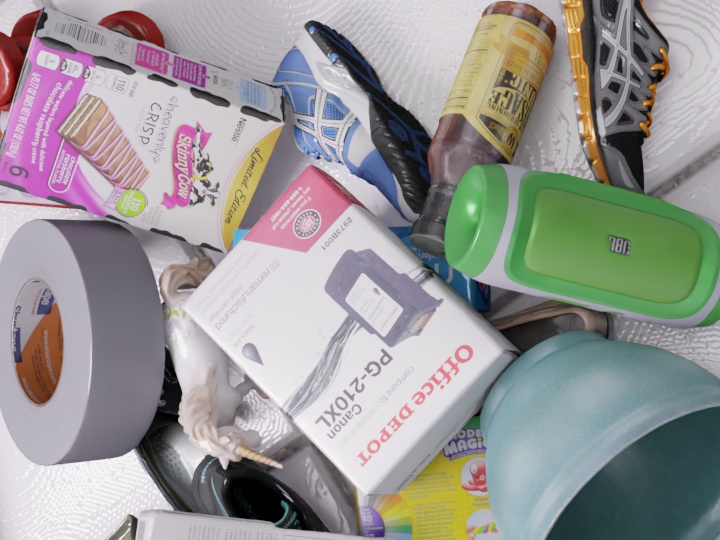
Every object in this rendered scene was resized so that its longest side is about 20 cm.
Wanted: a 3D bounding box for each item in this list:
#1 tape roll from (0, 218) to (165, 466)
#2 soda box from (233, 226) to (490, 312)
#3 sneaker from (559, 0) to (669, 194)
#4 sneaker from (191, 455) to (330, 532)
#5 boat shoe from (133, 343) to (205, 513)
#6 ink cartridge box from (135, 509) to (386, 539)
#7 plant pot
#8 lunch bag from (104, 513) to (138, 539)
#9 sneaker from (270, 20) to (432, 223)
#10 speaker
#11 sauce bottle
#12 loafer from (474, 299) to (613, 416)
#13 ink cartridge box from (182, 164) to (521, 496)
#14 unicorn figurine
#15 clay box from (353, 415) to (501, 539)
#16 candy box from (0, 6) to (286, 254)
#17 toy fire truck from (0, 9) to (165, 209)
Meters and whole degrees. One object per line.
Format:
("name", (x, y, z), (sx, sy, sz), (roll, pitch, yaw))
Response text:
("tape roll", (-0.236, 0.058, 1.053), (0.200, 0.066, 0.200), (0, 90, 53))
("soda box", (0.000, 0.000, 1.022), (0.200, 0.064, 0.068), (0, 88, 19))
("sneaker", (0.195, -0.144, 0.954), (0.077, 0.078, 0.200), (-7, 87, 10))
("sneaker", (-0.054, 0.223, 0.998), (0.200, 0.079, 0.075), (45, 70, -4))
("boat shoe", (-0.159, 0.133, 1.075), (0.076, 0.060, 0.200), (-43, 75, 13))
("ink cartridge box", (-0.079, 0.278, 0.902), (0.176, 0.045, 0.200), (11, 76, -19))
("plant pot", (0.167, 0.127, 0.904), (0.200, 0.200, 0.134), (-50, 48, 11))
("lunch bag", (-0.178, 0.315, 1.009), (0.200, 0.164, 0.118), (-46, 35, 11))
("sneaker", (-0.002, -0.108, 1.026), (0.077, 0.076, 0.200), (-45, 61, 21))
("speaker", (0.165, -0.016, 0.906), (0.200, 0.088, 0.089), (13, 93, -15))
("sauce bottle", (0.090, -0.105, 0.964), (0.066, 0.066, 0.200), (15, 75, 20))
("loafer", (0.095, 0.070, 0.985), (0.200, 0.063, 0.072), (-26, 79, 17))
("ink cartridge box", (-0.005, 0.046, 0.936), (0.200, 0.084, 0.145), (44, 95, 16))
("unicorn figurine", (-0.116, 0.084, 1.021), (0.074, 0.137, 0.200), (-36, 77, 14))
("clay box", (0.057, 0.215, 0.983), (0.115, 0.048, 0.200), (-5, 85, -3))
("candy box", (-0.175, -0.107, 1.015), (0.200, 0.061, 0.136), (16, 122, -17))
("toy fire truck", (-0.251, -0.132, 1.107), (0.200, 0.112, 0.168), (6, 114, 21))
